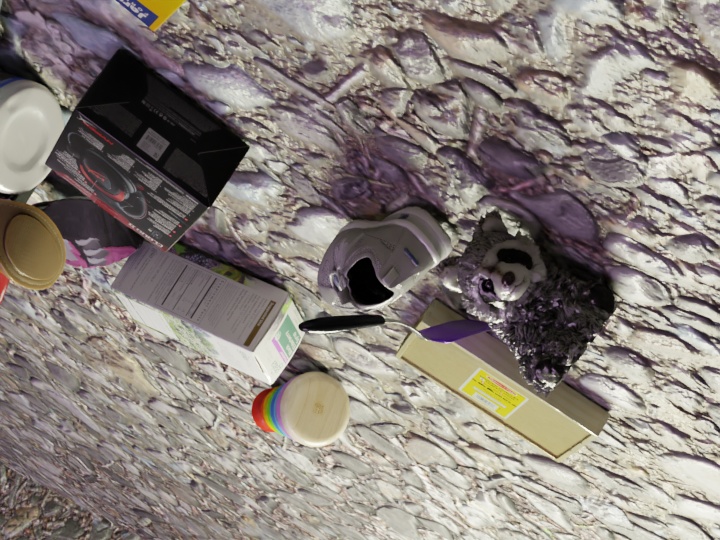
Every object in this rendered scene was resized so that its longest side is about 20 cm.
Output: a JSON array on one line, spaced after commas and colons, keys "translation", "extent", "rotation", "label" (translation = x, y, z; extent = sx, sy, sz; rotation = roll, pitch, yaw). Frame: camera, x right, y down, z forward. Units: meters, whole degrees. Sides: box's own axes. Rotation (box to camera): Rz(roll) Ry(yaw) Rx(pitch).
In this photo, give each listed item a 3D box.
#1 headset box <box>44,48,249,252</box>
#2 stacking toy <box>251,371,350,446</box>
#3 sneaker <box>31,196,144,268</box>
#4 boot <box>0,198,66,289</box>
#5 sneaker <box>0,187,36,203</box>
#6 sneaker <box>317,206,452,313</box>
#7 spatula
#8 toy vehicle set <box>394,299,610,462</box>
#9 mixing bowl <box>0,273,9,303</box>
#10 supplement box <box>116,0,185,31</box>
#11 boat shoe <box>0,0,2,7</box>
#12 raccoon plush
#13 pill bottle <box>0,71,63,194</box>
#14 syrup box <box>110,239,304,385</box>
[{"translation": [-0.205, -0.104, 1.479], "extent": [0.148, 0.075, 0.200], "rotation": [36, 158, -8], "label": "headset box"}, {"translation": [-0.082, 0.164, 1.899], "extent": [0.085, 0.086, 0.200], "rotation": [38, 165, -14], "label": "stacking toy"}, {"translation": [-0.322, -0.053, 1.769], "extent": [0.198, 0.086, 0.081], "rotation": [3, 109, 24], "label": "sneaker"}, {"translation": [-0.403, -0.049, 1.589], "extent": [0.154, 0.077, 0.199], "rotation": [15, 172, 39], "label": "boot"}, {"translation": [-0.383, -0.093, 1.711], "extent": [0.060, 0.105, 0.199], "rotation": [37, 158, -14], "label": "sneaker"}, {"translation": [0.000, 0.000, 1.392], "extent": [0.075, 0.082, 0.200], "rotation": [49, 153, -3], "label": "sneaker"}, {"translation": [0.030, 0.050, 1.405], "extent": [0.198, 0.021, 0.056], "rotation": [4, -176, -34], "label": "spatula"}, {"translation": [0.133, 0.110, 1.533], "extent": [0.199, 0.027, 0.124], "rotation": [33, 159, 0], "label": "toy vehicle set"}, {"translation": [-0.502, -0.045, 1.972], "extent": [0.199, 0.109, 0.201], "rotation": [28, 158, 13], "label": "mixing bowl"}, {"translation": [-0.115, -0.250, 0.994], "extent": [0.109, 0.110, 0.200], "rotation": [38, 159, -13], "label": "supplement box"}, {"translation": [-0.380, -0.230, 1.440], "extent": [0.091, 0.071, 0.201], "rotation": [37, 140, 3], "label": "boat shoe"}, {"translation": [0.123, 0.035, 1.313], "extent": [0.134, 0.097, 0.200], "rotation": [38, 160, 6], "label": "raccoon plush"}, {"translation": [-0.405, -0.155, 1.596], "extent": [0.198, 0.114, 0.114], "rotation": [18, 155, 31], "label": "pill bottle"}, {"translation": [-0.164, 0.040, 1.723], "extent": [0.198, 0.082, 0.079], "rotation": [22, 158, 25], "label": "syrup box"}]
